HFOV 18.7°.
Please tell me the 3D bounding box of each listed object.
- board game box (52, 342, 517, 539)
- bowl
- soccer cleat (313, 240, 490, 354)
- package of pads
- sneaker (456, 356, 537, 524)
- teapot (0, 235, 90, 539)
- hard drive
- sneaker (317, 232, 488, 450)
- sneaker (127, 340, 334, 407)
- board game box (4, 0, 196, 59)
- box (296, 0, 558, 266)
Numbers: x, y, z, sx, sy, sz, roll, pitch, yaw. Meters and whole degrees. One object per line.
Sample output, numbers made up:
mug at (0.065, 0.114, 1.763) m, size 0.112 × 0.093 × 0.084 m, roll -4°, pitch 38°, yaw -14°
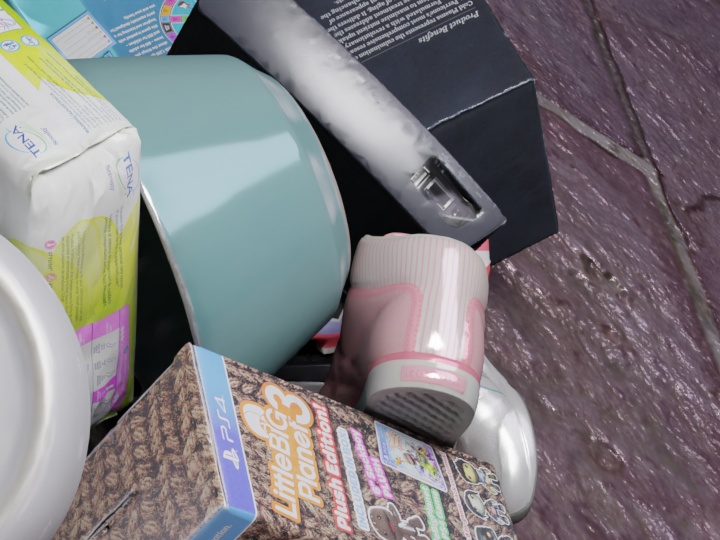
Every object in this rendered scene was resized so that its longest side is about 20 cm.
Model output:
board game box at (-0.044, 0.148, 1.046) m, size 0.199 × 0.159 × 0.097 m, roll 24°, pitch 33°, yaw -35°
bowl at (-0.076, -0.027, 1.092) m, size 0.104 × 0.201 × 0.202 m, roll -23°, pitch 64°, yaw -18°
soccer cleat at (0.000, 0.000, 1.258) m, size 0.199 × 0.077 × 0.066 m, roll -4°, pitch 18°, yaw -44°
package of pads at (-0.171, -0.023, 1.035) m, size 0.068 × 0.201 × 0.154 m, roll -29°, pitch 55°, yaw -30°
sneaker at (0.051, 0.075, 1.404) m, size 0.080 × 0.071 × 0.202 m, roll -11°, pitch 65°, yaw -26°
teapot at (-0.202, 0.070, 0.948) m, size 0.195 × 0.202 × 0.146 m, roll 14°, pitch -12°, yaw 2°
hard drive at (-0.025, -0.064, 1.165) m, size 0.200 × 0.135 × 0.042 m, roll 45°, pitch 60°, yaw 0°
sneaker at (0.020, 0.044, 1.123) m, size 0.075 × 0.200 × 0.106 m, roll 10°, pitch 68°, yaw -11°
sneaker at (-0.051, 0.085, 1.224) m, size 0.198 × 0.084 × 0.072 m, roll 3°, pitch 14°, yaw -23°
board game box at (-0.119, -0.113, 1.248) m, size 0.150 × 0.047 × 0.201 m, roll -29°, pitch 82°, yaw -41°
box at (0.033, -0.122, 1.484) m, size 0.200 × 0.123 × 0.198 m, roll 71°, pitch -7°, yaw -60°
